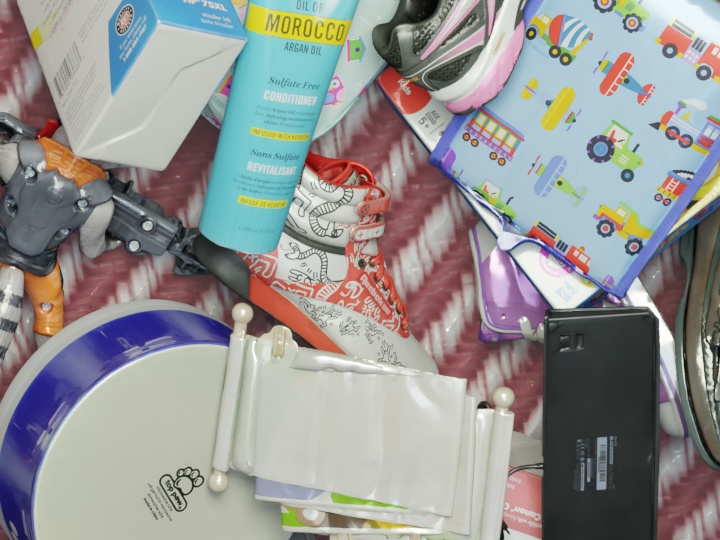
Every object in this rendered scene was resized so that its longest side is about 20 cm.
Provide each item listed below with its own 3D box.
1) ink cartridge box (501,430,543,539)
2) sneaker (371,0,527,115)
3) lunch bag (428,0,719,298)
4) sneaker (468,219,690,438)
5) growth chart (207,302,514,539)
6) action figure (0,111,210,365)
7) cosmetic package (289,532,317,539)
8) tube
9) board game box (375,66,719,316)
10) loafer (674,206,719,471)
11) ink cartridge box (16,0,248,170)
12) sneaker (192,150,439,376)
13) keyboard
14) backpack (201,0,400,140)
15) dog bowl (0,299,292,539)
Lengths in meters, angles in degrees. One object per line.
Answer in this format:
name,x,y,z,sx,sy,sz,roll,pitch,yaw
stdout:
ink cartridge box,0.068,0.210,1.652,0.067,0.116,0.200,19,99,-11
sneaker,0.069,-0.199,1.483,0.086,0.080,0.200,23,80,-30
lunch bag,0.146,-0.091,1.522,0.150,0.094,0.200,36,98,6
sneaker,0.142,0.041,1.651,0.114,0.073,0.201,-31,92,2
growth chart,0.000,0.113,1.547,0.199,0.018,0.145,15,107,3
action figure,-0.186,-0.012,1.588,0.200,0.105,0.194,23,108,-10
cosmetic package,-0.002,0.269,1.661,0.051,0.083,0.200,-30,113,0
tube,-0.049,-0.110,1.490,0.077,0.050,0.200,2,115,-32
board game box,0.146,-0.103,1.588,0.196,0.056,0.200,-38,81,1
loafer,0.246,0.029,1.615,0.072,0.063,0.201,16,67,-42
ink cartridge box,-0.151,-0.174,1.518,0.067,0.200,0.116,7,134,-36
sneaker,0.000,0.000,1.608,0.201,0.067,0.108,35,103,-22
keyboard,0.126,0.121,1.566,0.127,0.021,0.201,-3,106,-9
backpack,-0.036,-0.176,1.555,0.167,0.127,0.200,37,99,-15
dog bowl,-0.133,0.125,1.595,0.200,0.079,0.201,-12,115,-26
